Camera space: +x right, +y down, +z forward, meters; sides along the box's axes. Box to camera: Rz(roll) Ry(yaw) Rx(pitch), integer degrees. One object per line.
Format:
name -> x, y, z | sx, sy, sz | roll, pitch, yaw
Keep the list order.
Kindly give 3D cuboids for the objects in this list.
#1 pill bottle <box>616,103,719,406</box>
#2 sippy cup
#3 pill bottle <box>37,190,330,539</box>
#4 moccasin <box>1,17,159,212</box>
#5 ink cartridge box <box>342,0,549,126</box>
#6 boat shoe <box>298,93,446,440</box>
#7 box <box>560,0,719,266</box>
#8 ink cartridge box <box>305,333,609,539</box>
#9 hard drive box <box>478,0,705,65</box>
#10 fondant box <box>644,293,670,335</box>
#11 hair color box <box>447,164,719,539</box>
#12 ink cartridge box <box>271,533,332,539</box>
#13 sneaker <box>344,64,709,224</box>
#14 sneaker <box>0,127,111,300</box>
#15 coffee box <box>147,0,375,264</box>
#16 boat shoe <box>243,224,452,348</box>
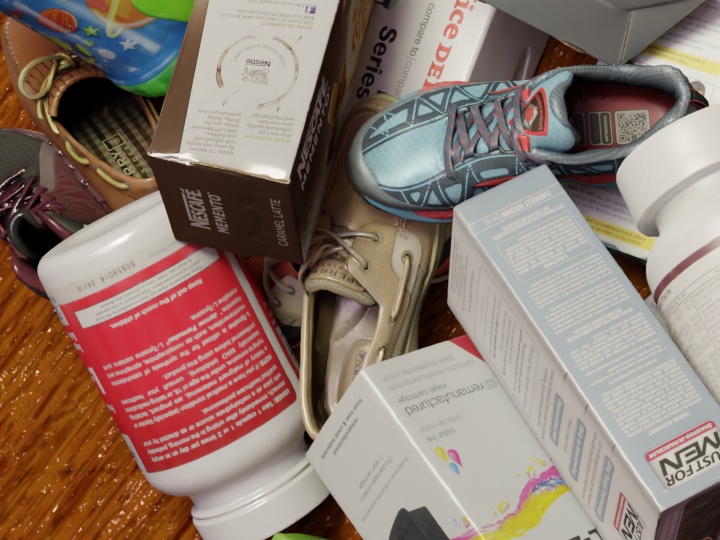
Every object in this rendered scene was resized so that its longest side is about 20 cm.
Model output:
pill bottle -> 0.213, 0.019, 1.147 | 0.109, 0.110, 0.200 | -30, 69, 16
sippy cup -> -0.157, -0.186, 1.325 | 0.178, 0.130, 0.140 | -23, 57, 45
pill bottle -> -0.097, 0.058, 1.311 | 0.112, 0.112, 0.200 | -24, 100, 18
moccasin -> -0.172, -0.104, 1.415 | 0.074, 0.078, 0.202 | -24, 54, -11
ink cartridge box -> 0.002, -0.148, 1.355 | 0.200, 0.084, 0.145 | 21, 89, 25
boat shoe -> 0.000, 0.000, 1.268 | 0.072, 0.065, 0.201 | 10, 97, 28
box -> 0.179, -0.104, 1.285 | 0.082, 0.049, 0.200 | 21, 89, 26
ink cartridge box -> 0.091, 0.135, 1.215 | 0.200, 0.146, 0.083 | 53, 135, 23
hard drive box -> 0.098, -0.233, 1.254 | 0.077, 0.156, 0.200 | -38, 46, 34
fondant box -> 0.244, 0.036, 1.223 | 0.200, 0.058, 0.144 | -45, 65, 11
hair color box -> 0.120, 0.055, 1.162 | 0.061, 0.099, 0.200 | -25, 62, -14
ink cartridge box -> 0.012, 0.260, 1.272 | 0.200, 0.076, 0.148 | 28, 92, 28
sneaker -> 0.089, -0.082, 1.210 | 0.199, 0.096, 0.080 | -11, 77, -1
sneaker -> -0.203, -0.036, 1.409 | 0.200, 0.115, 0.076 | 38, 96, 26
coffee box -> -0.047, -0.120, 1.229 | 0.080, 0.114, 0.200 | 11, 68, 9
boat shoe -> -0.022, -0.002, 1.350 | 0.200, 0.063, 0.071 | -19, 74, 22
